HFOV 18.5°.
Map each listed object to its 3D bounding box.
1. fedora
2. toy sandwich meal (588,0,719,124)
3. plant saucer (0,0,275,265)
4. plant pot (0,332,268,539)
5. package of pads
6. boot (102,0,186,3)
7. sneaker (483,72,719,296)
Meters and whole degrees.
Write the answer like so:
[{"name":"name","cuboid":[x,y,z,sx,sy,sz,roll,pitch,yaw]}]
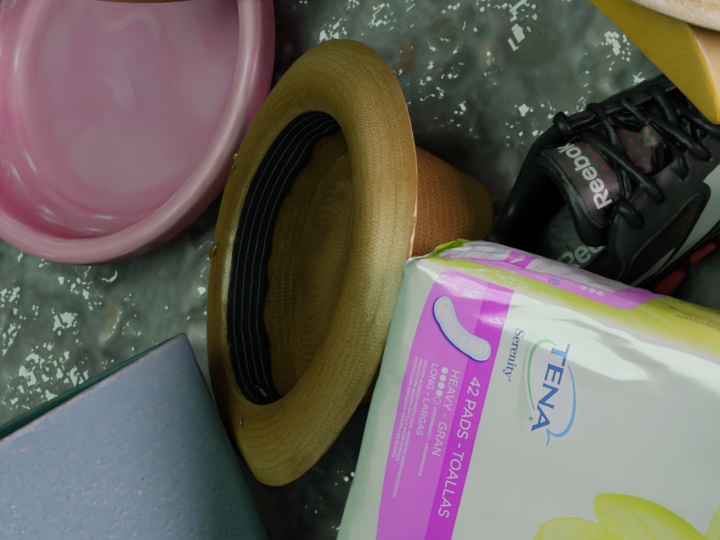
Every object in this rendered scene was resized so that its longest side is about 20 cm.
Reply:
[{"name":"fedora","cuboid":[0.000,0.000,0.948,0.201,0.082,0.201,152,121,-60]},{"name":"toy sandwich meal","cuboid":[0.148,-0.125,0.837,0.205,0.205,0.070,34,137,31]},{"name":"plant saucer","cuboid":[-0.118,-0.100,1.076,0.200,0.051,0.201,-5,81,33]},{"name":"plant pot","cuboid":[-0.143,0.176,0.958,0.196,0.196,0.200,-26,95,48]},{"name":"package of pads","cuboid":[0.097,0.082,0.829,0.200,0.068,0.155,19,105,21]},{"name":"boot","cuboid":[-0.061,-0.204,1.008,0.200,0.070,0.146,-6,60,2]},{"name":"sneaker","cuboid":[0.124,-0.044,0.884,0.200,0.098,0.071,-43,62,18]}]
